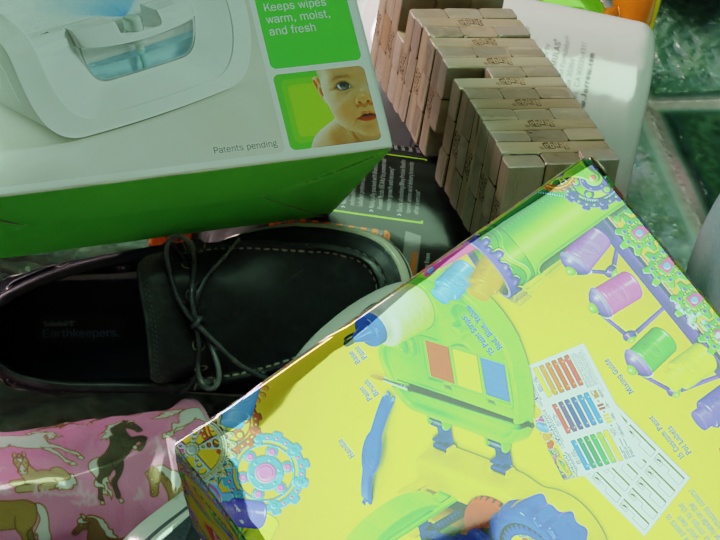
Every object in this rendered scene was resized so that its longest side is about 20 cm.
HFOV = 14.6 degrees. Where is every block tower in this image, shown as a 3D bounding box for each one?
[{"bbox_3d":[0.059,-0.070,1.276,0.054,0.058,0.200,-2,33,-18],"label":"block tower"}]

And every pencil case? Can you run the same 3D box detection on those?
[{"bbox_3d":[-0.154,0.103,1.200,0.199,0.083,0.087,-6,35,-17],"label":"pencil case"}]

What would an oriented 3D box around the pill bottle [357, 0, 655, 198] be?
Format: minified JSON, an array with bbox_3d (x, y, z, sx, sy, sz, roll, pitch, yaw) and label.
[{"bbox_3d":[0.042,-0.089,1.430,0.199,0.115,0.115,12,41,1],"label":"pill bottle"}]

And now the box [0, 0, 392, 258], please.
[{"bbox_3d":[-0.110,-0.106,1.204,0.199,0.097,0.177,-7,76,-22],"label":"box"}]

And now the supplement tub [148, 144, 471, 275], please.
[{"bbox_3d":[0.000,0.000,1.317,0.199,0.123,0.123,9,41,-3],"label":"supplement tub"}]

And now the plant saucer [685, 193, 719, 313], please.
[{"bbox_3d":[0.178,0.063,1.259,0.039,0.201,0.201,-17,40,15],"label":"plant saucer"}]

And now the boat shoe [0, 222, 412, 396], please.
[{"bbox_3d":[-0.076,0.021,1.229,0.199,0.075,0.062,-5,1,8],"label":"boat shoe"}]

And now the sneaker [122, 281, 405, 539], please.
[{"bbox_3d":[-0.013,0.093,1.172,0.200,0.079,0.079,-47,43,-17],"label":"sneaker"}]

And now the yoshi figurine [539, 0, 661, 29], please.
[{"bbox_3d":[0.062,-0.156,1.525,0.199,0.113,0.112,12,26,4],"label":"yoshi figurine"}]

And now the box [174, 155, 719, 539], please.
[{"bbox_3d":[0.067,0.104,1.049,0.192,0.122,0.200,-34,74,-11],"label":"box"}]
